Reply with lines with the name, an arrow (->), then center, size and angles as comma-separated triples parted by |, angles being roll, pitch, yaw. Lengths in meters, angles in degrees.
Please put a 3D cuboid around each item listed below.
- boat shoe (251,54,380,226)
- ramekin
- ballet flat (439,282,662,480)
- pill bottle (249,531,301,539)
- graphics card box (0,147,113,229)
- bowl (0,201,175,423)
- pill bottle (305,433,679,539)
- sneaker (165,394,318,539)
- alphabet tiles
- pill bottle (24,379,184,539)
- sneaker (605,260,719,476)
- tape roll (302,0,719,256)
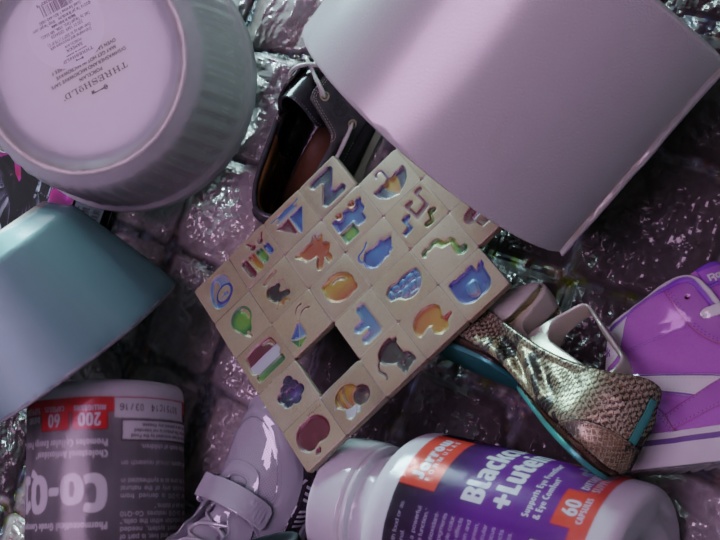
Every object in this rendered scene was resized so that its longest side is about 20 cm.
boat shoe -> -0.020, -0.120, 0.856 | 0.072, 0.067, 0.201 | 22, 93, 37
ramekin -> -0.184, -0.144, 0.907 | 0.199, 0.105, 0.202 | 0, 90, 12
ballet flat -> 0.106, 0.049, 0.718 | 0.076, 0.068, 0.200 | -55, 31, 0
pill bottle -> -0.044, 0.266, 0.741 | 0.111, 0.112, 0.201 | -19, 90, 31
graphics card box -> -0.247, -0.097, 1.020 | 0.125, 0.051, 0.201 | 25, 97, 35
bowl -> -0.244, 0.025, 0.890 | 0.200, 0.201, 0.105 | -29, 102, 28
pill bottle -> 0.070, 0.156, 0.713 | 0.199, 0.111, 0.112 | 8, 86, 35
sneaker -> -0.097, 0.177, 0.822 | 0.075, 0.115, 0.201 | 11, 88, 40
alphabet tiles -> 0.000, 0.000, 0.777 | 0.200, 0.008, 0.167 | -43, 53, 8
pill bottle -> -0.182, 0.184, 0.884 | 0.113, 0.114, 0.201 | -10, 76, 33
sneaker -> 0.218, 0.045, 0.656 | 0.199, 0.072, 0.115 | -11, 72, 33
tape roll -> 0.086, -0.128, 0.700 | 0.139, 0.202, 0.203 | -51, 58, 17
